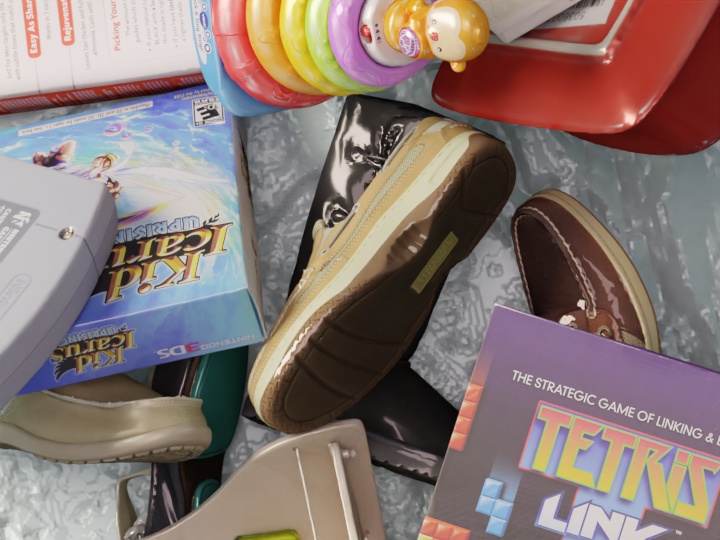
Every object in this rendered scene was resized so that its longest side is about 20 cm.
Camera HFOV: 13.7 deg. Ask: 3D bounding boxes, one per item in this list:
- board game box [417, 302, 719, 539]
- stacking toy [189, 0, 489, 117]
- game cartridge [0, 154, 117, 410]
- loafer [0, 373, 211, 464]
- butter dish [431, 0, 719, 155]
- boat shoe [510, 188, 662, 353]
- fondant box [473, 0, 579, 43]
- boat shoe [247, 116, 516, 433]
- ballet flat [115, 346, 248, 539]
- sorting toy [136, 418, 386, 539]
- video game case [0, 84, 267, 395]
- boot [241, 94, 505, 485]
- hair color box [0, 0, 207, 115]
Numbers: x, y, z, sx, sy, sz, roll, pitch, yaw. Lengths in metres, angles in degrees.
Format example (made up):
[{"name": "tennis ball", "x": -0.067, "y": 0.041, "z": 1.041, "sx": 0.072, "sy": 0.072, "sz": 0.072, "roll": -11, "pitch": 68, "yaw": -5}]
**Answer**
[{"name": "board game box", "x": 0.141, "y": 0.126, "z": 1.604, "sx": 0.199, "sy": 0.057, "sz": 0.166, "roll": 17, "pitch": 86, "yaw": 12}, {"name": "stacking toy", "x": 0.003, "y": -0.134, "z": 1.605, "sx": 0.109, "sy": 0.200, "sz": 0.117, "roll": -16, "pitch": 108, "yaw": -31}, {"name": "game cartridge", "x": -0.221, "y": 0.020, "z": 1.599, "sx": 0.133, "sy": 0.041, "sz": 0.200, "roll": 14, "pitch": 52, "yaw": 33}, {"name": "loafer", "x": -0.164, "y": 0.070, "z": 1.669, "sx": 0.199, "sy": 0.076, "sz": 0.069, "roll": 3, "pitch": 90, "yaw": 39}, {"name": "butter dish", "x": 0.169, "y": -0.136, "z": 1.660, "sx": 0.148, "sy": 0.200, "sz": 0.200, "roll": 39, "pitch": 76, "yaw": -33}, {"name": "boat shoe", "x": 0.124, "y": 0.053, "z": 1.673, "sx": 0.072, "sy": 0.072, "sz": 0.201, "roll": -19, "pitch": 85, "yaw": -32}, {"name": "fondant box", "x": 0.118, "y": -0.239, "z": 1.633, "sx": 0.144, "sy": 0.058, "sz": 0.201, "roll": -29, "pitch": 41, "yaw": 31}, {"name": "boat shoe", "x": 0.000, "y": 0.000, "z": 1.649, "sx": 0.076, "sy": 0.072, "sz": 0.200, "roll": 31, "pitch": 74, "yaw": 40}, {"name": "ballet flat", "x": -0.107, "y": 0.108, "z": 1.705, "sx": 0.073, "sy": 0.073, "sz": 0.201, "roll": 4, "pitch": 93, "yaw": 5}, {"name": "sorting toy", "x": -0.063, "y": 0.206, "z": 1.636, "sx": 0.179, "sy": 0.107, "sz": 0.201, "roll": -12, "pitch": 66, "yaw": -2}, {"name": "video game case", "x": -0.158, "y": -0.016, "z": 1.675, "sx": 0.199, "sy": 0.046, "sz": 0.182, "roll": -13, "pitch": 43, "yaw": 4}, {"name": "boot", "x": 0.040, "y": 0.014, "z": 1.705, "sx": 0.164, "sy": 0.066, "sz": 0.201, "roll": 19, "pitch": 83, "yaw": 4}, {"name": "hair color box", "x": -0.152, "y": -0.150, "z": 1.730, "sx": 0.199, "sy": 0.061, "sz": 0.102, "roll": -7, "pitch": 85, "yaw": 3}]
